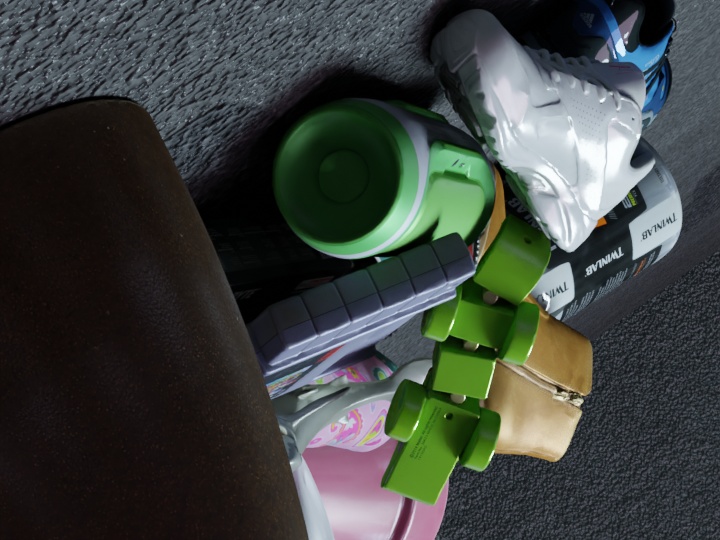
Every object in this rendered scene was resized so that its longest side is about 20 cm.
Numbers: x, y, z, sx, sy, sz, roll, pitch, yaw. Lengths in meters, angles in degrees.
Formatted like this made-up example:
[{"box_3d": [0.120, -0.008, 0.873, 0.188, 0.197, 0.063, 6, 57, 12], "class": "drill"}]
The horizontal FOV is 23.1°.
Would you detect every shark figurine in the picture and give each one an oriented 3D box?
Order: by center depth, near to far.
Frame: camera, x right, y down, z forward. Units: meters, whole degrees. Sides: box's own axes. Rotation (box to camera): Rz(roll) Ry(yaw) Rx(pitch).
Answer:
[{"box_3d": [-0.033, 0.116, 1.151, 0.127, 0.091, 0.214, -2, -171, 34], "class": "shark figurine"}]

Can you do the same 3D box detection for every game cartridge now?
[{"box_3d": [-0.027, 0.041, 1.015, 0.129, 0.039, 0.200, -26, 174, -26], "class": "game cartridge"}]

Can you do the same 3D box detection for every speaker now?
[{"box_3d": [0.018, -0.048, 0.992, 0.088, 0.089, 0.200, -38, 169, 14], "class": "speaker"}]

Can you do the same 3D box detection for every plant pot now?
[{"box_3d": [-0.113, 0.064, 0.754, 0.186, 0.201, 0.187, -34, 168, -8], "class": "plant pot"}, {"box_3d": [-0.055, 0.171, 1.457, 0.200, 0.201, 0.178, -41, 152, 26], "class": "plant pot"}]

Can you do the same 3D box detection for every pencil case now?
[{"box_3d": [-0.042, 0.088, 1.293, 0.087, 0.088, 0.199, -39, 156, 19], "class": "pencil case"}]

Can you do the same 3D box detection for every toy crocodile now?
[{"box_3d": [0.062, 0.059, 1.084, 0.062, 0.067, 0.202, -84, -169, -63], "class": "toy crocodile"}]

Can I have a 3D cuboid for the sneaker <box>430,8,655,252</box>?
[{"box_3d": [0.109, -0.097, 0.995, 0.099, 0.078, 0.200, -37, 145, 5], "class": "sneaker"}]

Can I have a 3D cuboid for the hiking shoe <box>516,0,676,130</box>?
[{"box_3d": [0.171, -0.137, 1.111, 0.087, 0.075, 0.200, -39, 169, 23], "class": "hiking shoe"}]

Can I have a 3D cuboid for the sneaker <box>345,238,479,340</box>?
[{"box_3d": [0.000, 0.000, 1.229, 0.093, 0.071, 0.199, 11, 162, -25], "class": "sneaker"}]

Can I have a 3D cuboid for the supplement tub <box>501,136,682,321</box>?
[{"box_3d": [0.145, -0.023, 1.379, 0.199, 0.123, 0.123, -31, 168, -29], "class": "supplement tub"}]

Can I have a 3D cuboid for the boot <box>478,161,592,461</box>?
[{"box_3d": [0.110, 0.030, 1.272, 0.143, 0.203, 0.071, 14, 175, -34], "class": "boot"}]

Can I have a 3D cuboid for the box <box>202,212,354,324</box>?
[{"box_3d": [-0.109, 0.032, 1.033, 0.159, 0.046, 0.200, -39, 169, 20], "class": "box"}]

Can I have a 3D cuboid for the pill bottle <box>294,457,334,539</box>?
[{"box_3d": [-0.121, 0.214, 1.296, 0.198, 0.113, 0.112, -20, 169, 2], "class": "pill bottle"}]
